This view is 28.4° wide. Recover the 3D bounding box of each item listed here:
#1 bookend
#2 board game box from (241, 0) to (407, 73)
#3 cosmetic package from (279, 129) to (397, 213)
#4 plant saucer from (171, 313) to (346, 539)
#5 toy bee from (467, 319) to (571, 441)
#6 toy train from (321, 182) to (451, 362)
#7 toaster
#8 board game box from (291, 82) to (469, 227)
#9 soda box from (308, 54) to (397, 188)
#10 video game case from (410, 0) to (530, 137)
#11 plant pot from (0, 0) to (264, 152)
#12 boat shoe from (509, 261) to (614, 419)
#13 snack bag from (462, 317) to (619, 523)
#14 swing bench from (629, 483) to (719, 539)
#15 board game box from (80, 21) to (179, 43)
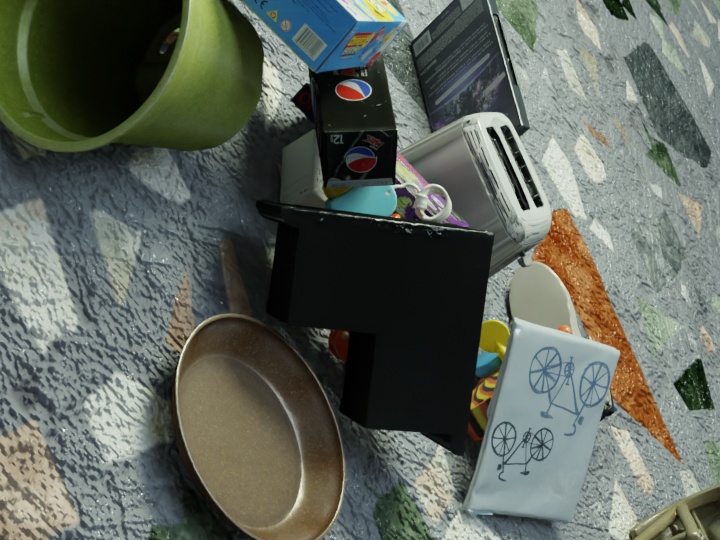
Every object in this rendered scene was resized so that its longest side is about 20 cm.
[{"bbox_3d":[0.001,0.050,1.256,0.196,0.092,0.203,5,94,-19],"label":"bookend"},{"bbox_3d":[-0.065,-0.259,1.207,0.200,0.056,0.196,45,17,2],"label":"board game box"},{"bbox_3d":[0.004,-0.052,1.424,0.199,0.050,0.083,34,39,-37],"label":"cosmetic package"},{"bbox_3d":[-0.089,0.135,1.162,0.200,0.036,0.202,35,41,-37],"label":"plant saucer"},{"bbox_3d":[0.172,0.095,1.504,0.131,0.108,0.201,43,37,-27],"label":"toy bee"},{"bbox_3d":[0.000,0.000,1.330,0.149,0.056,0.202,23,87,-20],"label":"toy train"},{"bbox_3d":[0.117,-0.085,1.539,0.113,0.128,0.202,-11,76,-58],"label":"toaster"},{"bbox_3d":[0.022,-0.106,1.428,0.200,0.032,0.120,47,9,10],"label":"board game box"},{"bbox_3d":[-0.010,-0.162,1.320,0.201,0.070,0.064,-98,-173,-49],"label":"soda box"},{"bbox_3d":[0.123,-0.216,1.635,0.019,0.143,0.202,4,62,-35],"label":"video game case"},{"bbox_3d":[-0.175,-0.179,1.152,0.184,0.199,0.203,15,54,-64],"label":"plant pot"},{"bbox_3d":[0.234,0.091,1.650,0.093,0.074,0.202,37,32,-67],"label":"boat shoe"},{"bbox_3d":[0.187,0.161,1.458,0.187,0.021,0.202,15,90,-45],"label":"snack bag"},{"bbox_3d":[0.383,0.373,1.591,0.201,0.129,0.200,64,26,4],"label":"swing bench"},{"bbox_3d":[-0.208,-0.255,1.290,0.199,0.030,0.096,-8,72,-60],"label":"board game box"}]
